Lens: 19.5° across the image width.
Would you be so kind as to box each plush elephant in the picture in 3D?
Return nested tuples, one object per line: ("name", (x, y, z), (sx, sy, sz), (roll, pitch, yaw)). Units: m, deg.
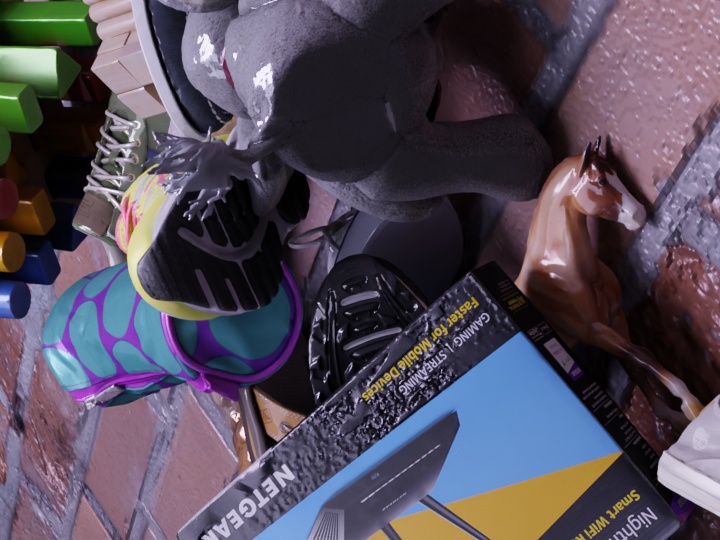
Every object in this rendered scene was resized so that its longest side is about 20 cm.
("plush elephant", (-0.021, -0.105, 0.993), (0.155, 0.200, 0.165), (-123, 13, -56))

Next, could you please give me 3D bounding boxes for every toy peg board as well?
("toy peg board", (-0.222, -0.069, 1.361), (0.098, 0.200, 0.200), (5, 131, 26))

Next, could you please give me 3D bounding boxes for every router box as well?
("router box", (0.034, 0.116, 0.976), (0.200, 0.051, 0.149), (-43, 83, 19))

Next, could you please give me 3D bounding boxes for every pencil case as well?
("pencil case", (-0.112, 0.035, 1.215), (0.200, 0.085, 0.093), (-15, 56, 61))

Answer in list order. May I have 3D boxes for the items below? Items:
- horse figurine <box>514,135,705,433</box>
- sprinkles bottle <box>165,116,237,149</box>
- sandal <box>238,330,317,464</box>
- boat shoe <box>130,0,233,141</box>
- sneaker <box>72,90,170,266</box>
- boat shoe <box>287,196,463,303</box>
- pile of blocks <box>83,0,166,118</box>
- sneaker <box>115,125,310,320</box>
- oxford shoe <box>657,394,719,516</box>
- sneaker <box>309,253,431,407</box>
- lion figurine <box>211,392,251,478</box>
("horse figurine", (0.098, 0.039, 1.011), (0.133, 0.050, 0.200), (53, 150, 9))
("sprinkles bottle", (-0.078, -0.078, 1.202), (0.068, 0.068, 0.200), (52, 151, 22))
("sandal", (-0.031, 0.083, 1.276), (0.055, 0.082, 0.200), (-23, 86, 42))
("boat shoe", (-0.085, -0.166, 1.078), (0.076, 0.060, 0.201), (28, -131, -73))
("sneaker", (-0.140, -0.050, 1.313), (0.067, 0.090, 0.201), (29, 137, 50))
("boat shoe", (0.004, -0.001, 1.133), (0.086, 0.074, 0.202), (58, 162, 30))
("pile of blocks", (-0.126, -0.191, 1.192), (0.062, 0.082, 0.201), (-11, 99, 40))
("sneaker", (-0.089, -0.018, 1.073), (0.200, 0.090, 0.078), (-54, -54, -69))
("oxford shoe", (0.205, 0.098, 0.860), (0.200, 0.075, 0.058), (27, 91, 48))
("sneaker", (0.022, 0.058, 1.090), (0.200, 0.074, 0.079), (63, -166, -45))
("lion figurine", (-0.066, 0.154, 1.304), (0.123, 0.072, 0.200), (71, -160, -46))
